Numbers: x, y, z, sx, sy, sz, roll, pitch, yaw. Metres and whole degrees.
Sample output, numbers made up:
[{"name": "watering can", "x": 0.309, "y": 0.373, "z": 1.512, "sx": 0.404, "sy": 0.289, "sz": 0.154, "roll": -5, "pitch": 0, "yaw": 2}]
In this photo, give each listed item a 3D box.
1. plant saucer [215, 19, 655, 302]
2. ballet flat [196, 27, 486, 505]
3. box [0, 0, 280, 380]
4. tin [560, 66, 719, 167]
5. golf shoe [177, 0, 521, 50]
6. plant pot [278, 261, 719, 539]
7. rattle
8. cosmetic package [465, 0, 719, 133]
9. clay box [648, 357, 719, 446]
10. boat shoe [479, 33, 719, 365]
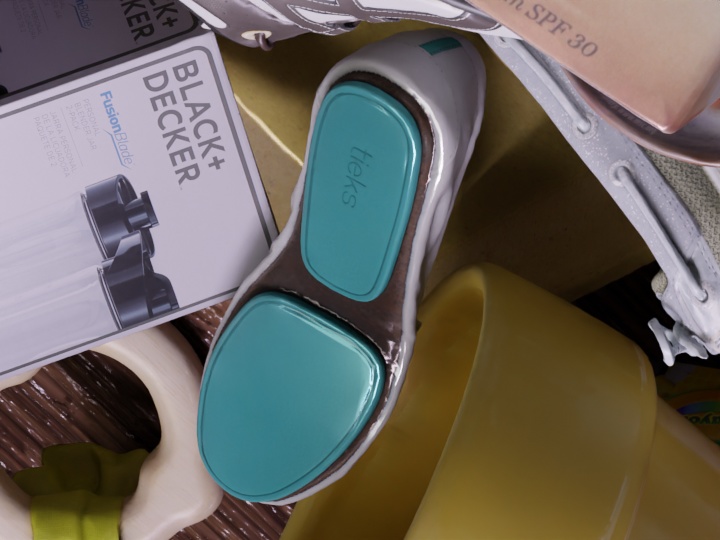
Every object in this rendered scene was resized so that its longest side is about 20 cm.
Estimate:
[{"name": "plant saucer", "x": -0.001, "y": -0.063, "z": 0.936, "sx": 0.200, "sy": 0.048, "sz": 0.200, "roll": 44, "pitch": 146, "yaw": -11}, {"name": "ballet flat", "x": 0.000, "y": 0.000, "z": 0.888, "sx": 0.069, "sy": 0.069, "sz": 0.200, "roll": 30, "pitch": 132, "yaw": 11}, {"name": "box", "x": -0.135, "y": -0.023, "z": 0.897, "sx": 0.060, "sy": 0.200, "sz": 0.117, "roll": -115, "pitch": 7, "yaw": -48}, {"name": "tin", "x": 0.147, "y": -0.085, "z": 0.702, "sx": 0.200, "sy": 0.042, "sz": 0.112, "roll": -1, "pitch": 93, "yaw": 18}, {"name": "golf shoe", "x": -0.003, "y": -0.105, "z": 0.796, "sx": 0.200, "sy": 0.078, "sz": 0.095, "roll": 21, "pitch": 153, "yaw": 5}, {"name": "plant pot", "x": 0.076, "y": 0.126, "z": 0.900, "sx": 0.189, "sy": 0.201, "sz": 0.201, "roll": 27, "pitch": 148, "yaw": -10}, {"name": "rattle", "x": -0.136, "y": 0.030, "z": 1.190, "sx": 0.130, "sy": 0.143, "sz": 0.200, "roll": -31, "pitch": 94, "yaw": 21}, {"name": "cosmetic package", "x": 0.095, "y": -0.145, "z": 0.628, "sx": 0.103, "sy": 0.087, "sz": 0.200, "roll": 34, "pitch": 112, "yaw": 8}, {"name": "clay box", "x": 0.108, "y": 0.086, "z": 1.015, "sx": 0.200, "sy": 0.048, "sz": 0.115, "roll": 10, "pitch": 137, "yaw": 36}, {"name": "boat shoe", "x": 0.097, "y": -0.024, "z": 0.820, "sx": 0.065, "sy": 0.074, "sz": 0.202, "roll": -30, "pitch": 90, "yaw": 20}]
